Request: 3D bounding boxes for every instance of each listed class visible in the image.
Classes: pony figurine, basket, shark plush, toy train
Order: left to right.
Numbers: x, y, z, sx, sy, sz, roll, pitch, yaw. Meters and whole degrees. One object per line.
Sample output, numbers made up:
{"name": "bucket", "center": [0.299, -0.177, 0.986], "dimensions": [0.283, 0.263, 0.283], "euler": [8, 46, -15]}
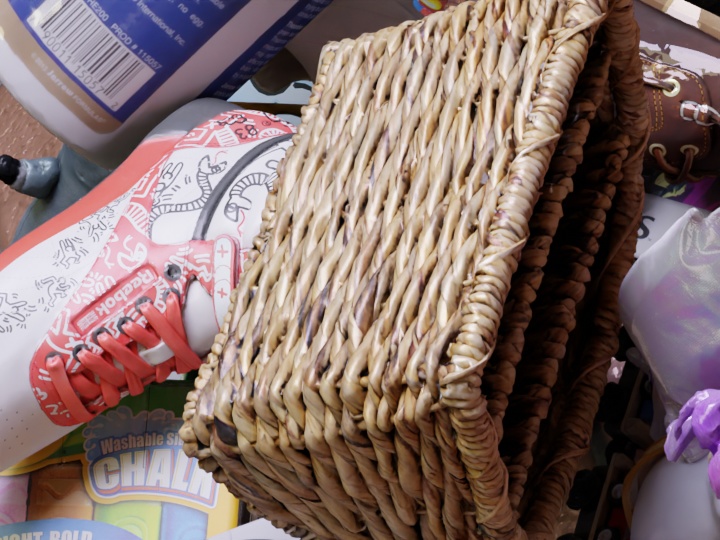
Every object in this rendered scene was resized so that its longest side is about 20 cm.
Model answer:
{"name": "shark plush", "center": [-0.130, -0.038, 1.333], "dimensions": [0.200, 0.083, 0.091], "euler": [102, 163, -65]}
{"name": "basket", "center": [0.053, 0.010, 1.040], "dimensions": [0.149, 0.143, 0.200], "euler": [-15, 44, 43]}
{"name": "toy train", "center": [0.102, 0.099, 1.124], "dimensions": [0.046, 0.034, 0.200], "euler": [-4, 57, 42]}
{"name": "pony figurine", "center": [0.138, 0.072, 1.018], "dimensions": [0.193, 0.166, 0.200], "euler": [-31, 38, 54]}

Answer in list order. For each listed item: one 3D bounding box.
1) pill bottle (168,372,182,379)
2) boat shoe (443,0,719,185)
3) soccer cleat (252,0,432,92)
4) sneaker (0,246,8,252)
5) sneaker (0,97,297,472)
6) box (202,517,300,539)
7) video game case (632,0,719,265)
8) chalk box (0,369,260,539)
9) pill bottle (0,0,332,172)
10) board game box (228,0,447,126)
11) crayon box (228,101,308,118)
{"name": "pill bottle", "center": [-0.109, 0.066, 1.319], "dimensions": [0.200, 0.114, 0.114], "euler": [-42, 37, 15]}
{"name": "boat shoe", "center": [0.122, -0.070, 1.129], "dimensions": [0.200, 0.070, 0.070], "euler": [31, 83, 23]}
{"name": "soccer cleat", "center": [0.034, -0.067, 1.228], "dimensions": [0.078, 0.069, 0.200], "euler": [-49, 50, -7]}
{"name": "sneaker", "center": [-0.183, 0.047, 1.467], "dimensions": [0.200, 0.074, 0.085], "euler": [-46, 29, -7]}
{"name": "sneaker", "center": [-0.078, 0.016, 1.106], "dimensions": [0.108, 0.067, 0.201], "euler": [20, 57, 41]}
{"name": "box", "center": [-0.021, 0.143, 1.045], "dimensions": [0.119, 0.200, 0.042], "euler": [36, 121, 30]}
{"name": "video game case", "center": [0.149, -0.088, 1.231], "dimensions": [0.181, 0.036, 0.200], "euler": [20, 76, 52]}
{"name": "chalk box", "center": [-0.091, 0.113, 1.182], "dimensions": [0.124, 0.125, 0.200], "euler": [-1, 70, 13]}
{"name": "pill bottle", "center": [-0.059, -0.142, 1.178], "dimensions": [0.200, 0.111, 0.111], "euler": [-42, 37, 15]}
{"name": "board game box", "center": [-0.006, -0.137, 1.358], "dimensions": [0.200, 0.103, 0.105], "euler": [-30, 9, 28]}
{"name": "crayon box", "center": [0.000, 0.000, 1.219], "dimensions": [0.200, 0.126, 0.052], "euler": [53, 133, 46]}
